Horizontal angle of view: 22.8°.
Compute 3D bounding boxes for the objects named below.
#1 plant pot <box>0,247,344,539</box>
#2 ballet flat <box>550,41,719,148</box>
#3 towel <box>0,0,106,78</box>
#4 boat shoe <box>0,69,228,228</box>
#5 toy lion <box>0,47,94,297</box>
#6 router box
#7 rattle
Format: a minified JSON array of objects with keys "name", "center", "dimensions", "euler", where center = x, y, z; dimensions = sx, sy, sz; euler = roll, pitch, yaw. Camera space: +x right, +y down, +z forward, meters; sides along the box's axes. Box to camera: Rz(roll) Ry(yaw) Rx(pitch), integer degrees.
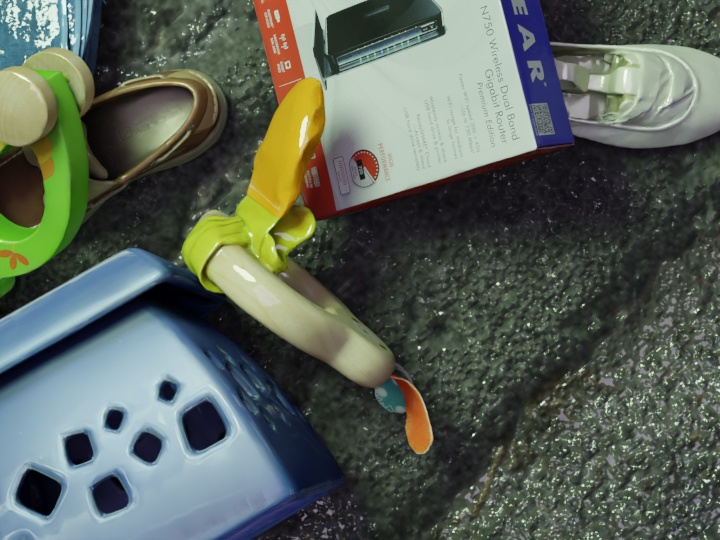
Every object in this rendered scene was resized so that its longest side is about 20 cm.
[{"name":"plant pot","center":[-0.145,0.102,1.088],"dimensions":[0.200,0.200,0.180],"euler":[-29,82,4]},{"name":"ballet flat","center":[0.147,-0.117,1.135],"dimensions":[0.199,0.069,0.070],"euler":[6,89,4]},{"name":"towel","center":[-0.221,-0.212,1.157],"dimensions":[0.111,0.049,0.201],"euler":[-1,84,16]},{"name":"boat shoe","center":[-0.182,-0.074,1.152],"dimensions":[0.200,0.072,0.076],"euler":[-31,87,3]},{"name":"toy lion","center":[-0.263,-0.044,1.121],"dimensions":[0.199,0.069,0.192],"euler":[5,112,18]},{"name":"router box","center":[0.024,-0.150,1.109],"dimensions":[0.179,0.049,0.201],"euler":[-16,87,37]},{"name":"rattle","center":[0.000,0.000,1.110],"dimensions":[0.200,0.130,0.143],"euler":[35,81,-5]}]
